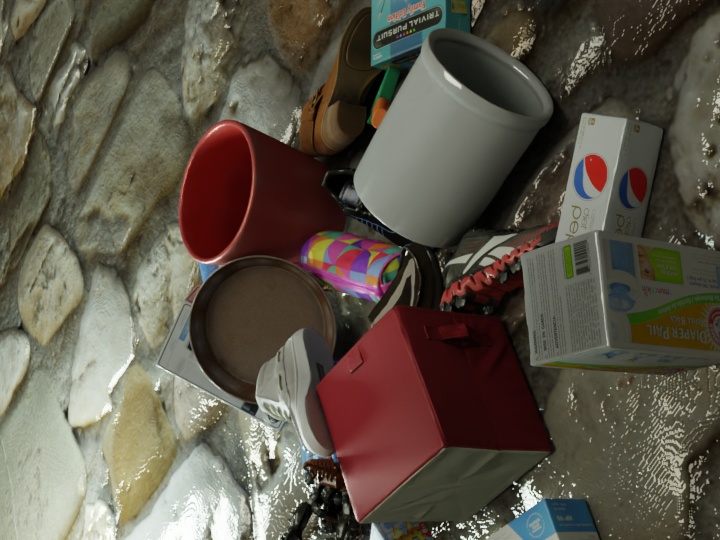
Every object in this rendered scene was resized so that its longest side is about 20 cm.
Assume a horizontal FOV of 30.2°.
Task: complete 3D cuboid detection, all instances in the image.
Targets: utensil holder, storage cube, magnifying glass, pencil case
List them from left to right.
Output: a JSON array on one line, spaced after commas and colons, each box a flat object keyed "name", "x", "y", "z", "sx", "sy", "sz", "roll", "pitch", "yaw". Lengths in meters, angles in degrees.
[{"name": "pencil case", "x": 0.000, "y": 0.000, "z": 1.731, "sx": 0.199, "sy": 0.088, "sz": 0.089, "roll": 12, "pitch": 92, "yaw": 53}, {"name": "magnifying glass", "x": 0.029, "y": -0.211, "z": 1.697, "sx": 0.200, "sy": 0.022, "sz": 0.080, "roll": -76, "pitch": 9, "yaw": -73}, {"name": "storage cube", "x": 0.081, "y": 0.168, "z": 1.521, "sx": 0.200, "sy": 0.170, "sz": 0.181, "roll": -46, "pitch": 50, "yaw": 37}, {"name": "utensil holder", "x": 0.105, "y": -0.151, "z": 1.560, "sx": 0.201, "sy": 0.169, "sz": 0.170, "roll": -59, "pitch": 43, "yaw": 31}]

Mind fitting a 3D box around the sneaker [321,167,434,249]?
[{"name": "sneaker", "x": 0.023, "y": -0.079, "z": 1.720, "sx": 0.200, "sy": 0.077, "sz": 0.071, "roll": 34, "pitch": 110, "yaw": 50}]

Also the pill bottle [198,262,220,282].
[{"name": "pill bottle", "x": -0.177, "y": -0.003, "z": 1.939, "sx": 0.112, "sy": 0.112, "sz": 0.201, "roll": -43, "pitch": 51, "yaw": 39}]

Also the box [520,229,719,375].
[{"name": "box", "x": 0.263, "y": 0.036, "z": 1.285, "sx": 0.101, "sy": 0.199, "sz": 0.114, "roll": -20, "pitch": 70, "yaw": 49}]

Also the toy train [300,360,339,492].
[{"name": "toy train", "x": -0.030, "y": 0.210, "z": 1.703, "sx": 0.086, "sy": 0.114, "sz": 0.202, "roll": -27, "pitch": 62, "yaw": 47}]

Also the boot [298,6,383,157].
[{"name": "boot", "x": -0.031, "y": -0.254, "z": 1.835, "sx": 0.155, "sy": 0.073, "sz": 0.202, "roll": -19, "pitch": 52, "yaw": 65}]

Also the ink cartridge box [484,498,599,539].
[{"name": "ink cartridge box", "x": 0.211, "y": 0.355, "z": 1.400, "sx": 0.116, "sy": 0.066, "sz": 0.201, "roll": -44, "pitch": 51, "yaw": 38}]

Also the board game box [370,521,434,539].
[{"name": "board game box", "x": 0.070, "y": 0.388, "z": 1.535, "sx": 0.199, "sy": 0.061, "sz": 0.202, "roll": 18, "pitch": 116, "yaw": 52}]

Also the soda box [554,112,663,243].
[{"name": "soda box", "x": 0.260, "y": -0.062, "z": 1.421, "sx": 0.068, "sy": 0.063, "sz": 0.202, "roll": 16, "pitch": 97, "yaw": 52}]

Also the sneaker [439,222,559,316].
[{"name": "sneaker", "x": 0.165, "y": -0.019, "z": 1.528, "sx": 0.200, "sy": 0.070, "sz": 0.099, "roll": -32, "pitch": 52, "yaw": 40}]

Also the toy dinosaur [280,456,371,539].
[{"name": "toy dinosaur", "x": -0.035, "y": 0.275, "z": 1.561, "sx": 0.102, "sy": 0.200, "sz": 0.136, "roll": -4, "pitch": 52, "yaw": 42}]

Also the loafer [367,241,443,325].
[{"name": "loafer", "x": 0.048, "y": 0.058, "z": 1.616, "sx": 0.073, "sy": 0.071, "sz": 0.202, "roll": -132, "pitch": 47, "yaw": -56}]

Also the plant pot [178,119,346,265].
[{"name": "plant pot", "x": -0.127, "y": -0.090, "z": 1.830, "sx": 0.200, "sy": 0.176, "sz": 0.202, "roll": -21, "pitch": 63, "yaw": 49}]

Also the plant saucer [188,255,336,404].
[{"name": "plant saucer", "x": -0.128, "y": 0.077, "z": 1.774, "sx": 0.034, "sy": 0.199, "sz": 0.202, "roll": -59, "pitch": -13, "yaw": -79}]

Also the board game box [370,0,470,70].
[{"name": "board game box", "x": 0.077, "y": -0.375, "z": 1.733, "sx": 0.150, "sy": 0.047, "sz": 0.202, "roll": -12, "pitch": 73, "yaw": 51}]

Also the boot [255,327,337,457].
[{"name": "boot", "x": -0.076, "y": 0.166, "z": 1.616, "sx": 0.095, "sy": 0.073, "sz": 0.201, "roll": -41, "pitch": 32, "yaw": 24}]

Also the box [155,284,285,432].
[{"name": "box", "x": -0.168, "y": 0.121, "z": 1.844, "sx": 0.117, "sy": 0.199, "sz": 0.060, "roll": -61, "pitch": -1, "yaw": 22}]
